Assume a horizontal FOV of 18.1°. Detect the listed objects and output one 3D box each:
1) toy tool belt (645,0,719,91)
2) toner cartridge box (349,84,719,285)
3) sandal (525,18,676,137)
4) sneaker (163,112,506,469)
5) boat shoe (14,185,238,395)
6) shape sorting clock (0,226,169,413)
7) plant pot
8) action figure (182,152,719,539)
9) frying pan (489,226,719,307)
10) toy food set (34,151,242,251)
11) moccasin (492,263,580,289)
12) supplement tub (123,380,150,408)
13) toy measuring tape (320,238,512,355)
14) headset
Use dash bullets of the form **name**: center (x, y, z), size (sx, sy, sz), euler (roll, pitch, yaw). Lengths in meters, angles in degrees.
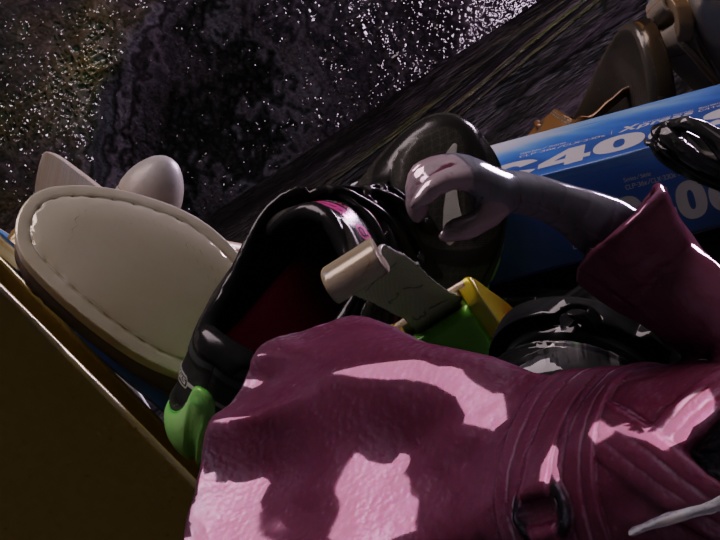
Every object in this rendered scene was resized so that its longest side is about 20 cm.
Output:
- **toy tool belt**: center (0.182, -0.149, 1.098), size (0.125, 0.200, 0.123), euler (-43, 7, -1)
- **toner cartridge box**: center (0.088, -0.033, 0.992), size (0.198, 0.044, 0.095), euler (-15, 12, 12)
- **sandal**: center (0.102, -0.050, 1.116), size (0.054, 0.082, 0.200), euler (-8, -19, -24)
- **sneaker**: center (0.000, 0.000, 0.881), size (0.200, 0.076, 0.084), euler (-50, -20, -38)
- **boat shoe**: center (-0.056, 0.031, 0.934), size (0.060, 0.199, 0.072), euler (-51, 18, 56)
- **shape sorting clock**: center (-0.097, 0.040, 1.077), size (0.039, 0.200, 0.200), euler (-50, 10, -6)
- **plant pot**: center (-0.163, 0.120, 0.902), size (0.200, 0.194, 0.195), euler (-45, 9, -3)
- **action figure**: center (0.052, 0.056, 0.485), size (0.199, 0.135, 0.148), euler (-12, -23, 40)
- **frying pan**: center (0.099, 0.016, 0.917), size (0.189, 0.031, 0.115), euler (-18, 10, 17)
- **toy food set**: center (-0.046, -0.005, 1.097), size (0.199, 0.143, 0.061), euler (9, -69, -51)
- **moccasin**: center (0.045, 0.033, 1.028), size (0.201, 0.074, 0.078), euler (-26, -5, -31)
- **supplement tub**: center (-0.212, 0.123, 1.222), size (0.199, 0.141, 0.140), euler (-35, 8, -18)
- **toy measuring tape**: center (0.042, 0.041, 0.837), size (0.073, 0.074, 0.200), euler (-31, -21, 11)
- **headset**: center (0.061, 0.045, 0.691), size (0.200, 0.094, 0.124), euler (-45, 20, 21)
